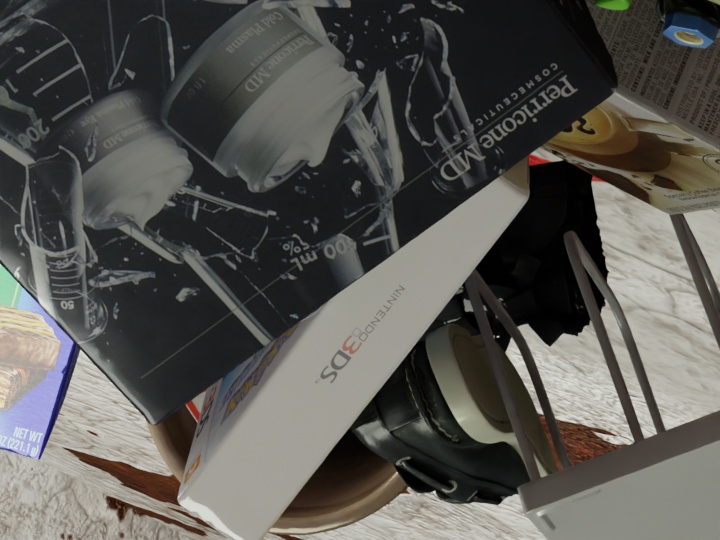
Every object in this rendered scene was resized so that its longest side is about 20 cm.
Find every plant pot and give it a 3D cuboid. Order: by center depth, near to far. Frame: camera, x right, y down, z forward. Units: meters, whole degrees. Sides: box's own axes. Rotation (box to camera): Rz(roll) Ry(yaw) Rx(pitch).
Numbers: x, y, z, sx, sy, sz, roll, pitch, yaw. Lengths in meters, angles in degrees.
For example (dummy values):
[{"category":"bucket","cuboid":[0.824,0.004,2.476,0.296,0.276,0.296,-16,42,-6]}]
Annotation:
[{"category":"plant pot","cuboid":[-0.021,0.060,1.638,0.200,0.201,0.175,19,-176,14]}]

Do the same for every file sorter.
[{"category":"file sorter","cuboid":[0.162,0.035,1.126,0.200,0.125,0.139,-21,156,9]}]

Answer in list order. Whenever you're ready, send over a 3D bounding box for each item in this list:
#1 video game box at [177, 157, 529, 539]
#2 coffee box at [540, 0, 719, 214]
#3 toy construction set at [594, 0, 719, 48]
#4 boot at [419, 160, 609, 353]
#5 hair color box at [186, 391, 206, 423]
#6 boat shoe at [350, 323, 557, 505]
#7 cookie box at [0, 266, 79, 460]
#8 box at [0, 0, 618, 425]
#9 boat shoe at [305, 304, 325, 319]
[{"category":"video game box","cuboid":[0.000,0.000,1.121,0.047,0.200,0.182,33,-160,-12]},{"category":"coffee box","cuboid":[0.077,-0.101,1.000,0.200,0.080,0.113,26,168,-17]},{"category":"toy construction set","cuboid":[0.158,-0.100,0.879,0.200,0.092,0.131,35,165,-8]},{"category":"boot","cuboid":[0.040,-0.028,1.305,0.162,0.198,0.073,-11,126,13]},{"category":"hair color box","cuboid":[-0.096,-0.026,1.357,0.064,0.200,0.111,-23,165,-2]},{"category":"boat shoe","cuboid":[0.042,0.074,1.173,0.066,0.075,0.199,-26,168,9]},{"category":"cookie box","cuboid":[-0.196,-0.029,1.169,0.171,0.075,0.200,17,126,-5]},{"category":"box","cuboid":[-0.049,-0.086,0.863,0.182,0.200,0.104,48,-166,-22]},{"category":"boat shoe","cuboid":[-0.073,-0.051,0.977,0.200,0.072,0.066,60,-166,-24]}]
